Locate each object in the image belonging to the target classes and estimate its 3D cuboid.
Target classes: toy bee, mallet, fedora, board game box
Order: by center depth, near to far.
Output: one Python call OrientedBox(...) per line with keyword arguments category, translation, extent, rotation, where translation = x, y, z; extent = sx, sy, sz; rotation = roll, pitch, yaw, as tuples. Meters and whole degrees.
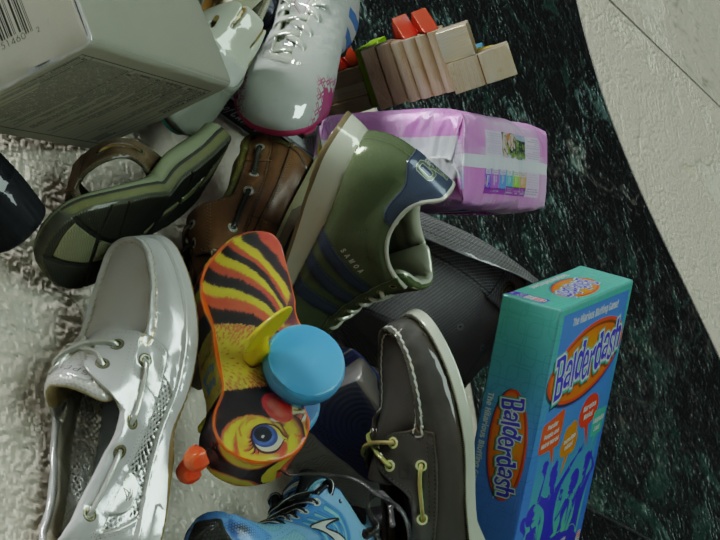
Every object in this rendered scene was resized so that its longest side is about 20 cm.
OrientedBox(category="mallet", translation=(-0.230, -0.001, 0.968), extent=(0.066, 0.041, 0.200), rotation=(56, 35, -20))
OrientedBox(category="toy bee", translation=(-0.060, 0.072, 1.053), extent=(0.109, 0.131, 0.200), rotation=(-13, 45, -28))
OrientedBox(category="board game box", translation=(0.124, 0.106, 1.273), extent=(0.152, 0.045, 0.200), rotation=(-17, 119, -62))
OrientedBox(category="fedora", translation=(0.046, 0.030, 1.333), extent=(0.200, 0.177, 0.090), rotation=(45, 65, -57))

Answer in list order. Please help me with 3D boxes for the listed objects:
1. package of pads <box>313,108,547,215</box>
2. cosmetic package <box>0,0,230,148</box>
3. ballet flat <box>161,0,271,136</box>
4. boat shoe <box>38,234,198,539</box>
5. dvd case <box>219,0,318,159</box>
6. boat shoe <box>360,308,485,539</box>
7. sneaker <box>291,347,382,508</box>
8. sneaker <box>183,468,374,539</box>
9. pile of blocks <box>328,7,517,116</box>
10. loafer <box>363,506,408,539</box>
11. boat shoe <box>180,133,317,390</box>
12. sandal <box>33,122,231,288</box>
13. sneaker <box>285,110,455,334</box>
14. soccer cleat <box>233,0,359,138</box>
OrientedBox(category="package of pads", translation=(0.055, -0.079, 1.404), extent=(0.200, 0.120, 0.076), rotation=(-3, 95, -67))
OrientedBox(category="cosmetic package", translation=(-0.162, -0.126, 1.054), extent=(0.073, 0.103, 0.200), rotation=(68, 14, 6))
OrientedBox(category="ballet flat", translation=(-0.089, -0.171, 1.244), extent=(0.067, 0.064, 0.200), rotation=(49, 34, -32))
OrientedBox(category="boat shoe", translation=(-0.139, 0.066, 1.029), extent=(0.069, 0.071, 0.200), rotation=(25, 58, -43))
OrientedBox(category="dvd case", translation=(-0.097, -0.177, 1.329), extent=(0.200, 0.025, 0.151), rotation=(35, 43, -48))
OrientedBox(category="boat shoe", translation=(0.035, 0.126, 1.170), extent=(0.060, 0.072, 0.202), rotation=(-14, 102, -20))
OrientedBox(category="sneaker", translation=(0.016, 0.113, 1.286), extent=(0.200, 0.080, 0.115), rotation=(57, 26, -35))
OrientedBox(category="sneaker", translation=(-0.048, 0.162, 1.122), extent=(0.200, 0.078, 0.090), rotation=(31, 56, -62))
OrientedBox(category="pile of blocks", translation=(0.039, -0.160, 1.381), extent=(0.082, 0.200, 0.062), rotation=(-30, 106, -42))
OrientedBox(category="loafer", translation=(0.044, 0.243, 1.249), extent=(0.200, 0.063, 0.072), rotation=(60, 29, -16))
OrientedBox(category="boat shoe", translation=(-0.086, -0.008, 1.202), extent=(0.068, 0.072, 0.200), rotation=(29, 47, -2))
OrientedBox(category="sandal", translation=(-0.144, -0.047, 1.124), extent=(0.057, 0.080, 0.201), rotation=(40, 27, 3))
OrientedBox(category="sneaker", translation=(0.000, 0.000, 1.188), extent=(0.090, 0.200, 0.067), rotation=(23, 37, 6))
OrientedBox(category="soccer cleat", translation=(-0.044, -0.163, 1.291), extent=(0.200, 0.070, 0.086), rotation=(-73, 170, -59))
